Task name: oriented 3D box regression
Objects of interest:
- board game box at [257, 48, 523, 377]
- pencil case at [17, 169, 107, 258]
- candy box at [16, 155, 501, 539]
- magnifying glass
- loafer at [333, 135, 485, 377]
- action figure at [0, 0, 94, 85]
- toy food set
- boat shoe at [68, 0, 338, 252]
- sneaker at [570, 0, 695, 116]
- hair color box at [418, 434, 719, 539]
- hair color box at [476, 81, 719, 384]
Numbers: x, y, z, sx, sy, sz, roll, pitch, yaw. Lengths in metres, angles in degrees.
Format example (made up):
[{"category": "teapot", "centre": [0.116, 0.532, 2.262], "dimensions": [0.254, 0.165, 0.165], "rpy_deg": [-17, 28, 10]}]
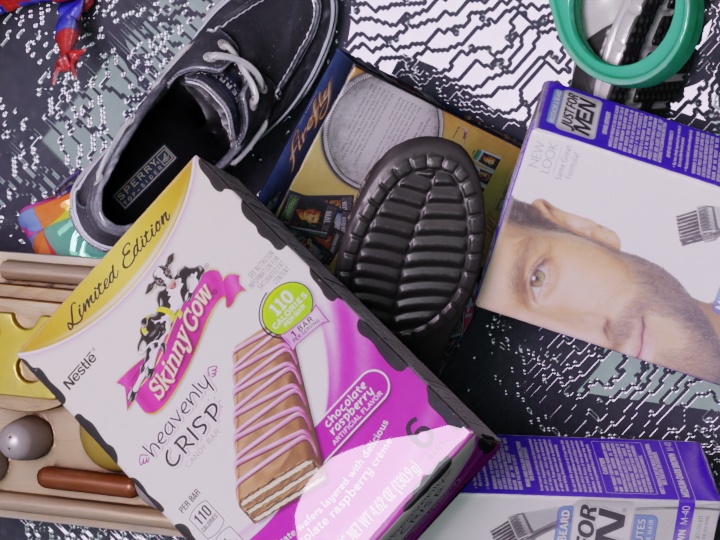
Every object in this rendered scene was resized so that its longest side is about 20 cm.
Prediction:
[{"category": "board game box", "centre": [0.000, 0.000, 1.235], "dimensions": [0.135, 0.035, 0.201], "rpy_deg": [25, 101, -25]}, {"category": "pencil case", "centre": [-0.123, 0.037, 1.281], "dimensions": [0.088, 0.088, 0.201], "rpy_deg": [-20, 91, 14]}, {"category": "candy box", "centre": [-0.050, 0.062, 1.109], "dimensions": [0.200, 0.061, 0.137], "rpy_deg": [44, 94, 19]}, {"category": "magnifying glass", "centre": [0.105, -0.176, 1.185], "dimensions": [0.080, 0.022, 0.200], "rpy_deg": [-50, 59, 27]}, {"category": "loafer", "centre": [0.013, 0.017, 1.186], "dimensions": [0.072, 0.071, 0.201], "rpy_deg": [9, 115, -10]}, {"category": "action figure", "centre": [-0.221, -0.142, 1.284], "dimensions": [0.199, 0.099, 0.066], "rpy_deg": [-15, 123, 13]}, {"category": "toy food set", "centre": [-0.146, 0.066, 1.194], "dimensions": [0.198, 0.060, 0.145], "rpy_deg": [4, 93, 17]}, {"category": "boat shoe", "centre": [-0.078, -0.092, 1.230], "dimensions": [0.072, 0.068, 0.200], "rpy_deg": [46, 74, -7]}, {"category": "sneaker", "centre": [0.140, -0.165, 1.215], "dimensions": [0.080, 0.074, 0.202], "rpy_deg": [19, 99, 34]}, {"category": "hair color box", "centre": [0.077, 0.145, 1.182], "dimensions": [0.198, 0.065, 0.110], "rpy_deg": [3, 118, -5]}, {"category": "hair color box", "centre": [0.170, -0.009, 1.175], "dimensions": [0.199, 0.065, 0.110], "rpy_deg": [18, 121, 3]}]
